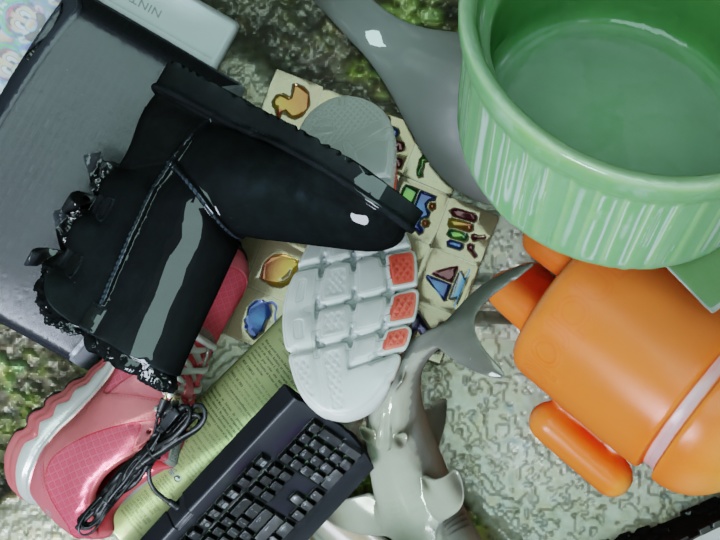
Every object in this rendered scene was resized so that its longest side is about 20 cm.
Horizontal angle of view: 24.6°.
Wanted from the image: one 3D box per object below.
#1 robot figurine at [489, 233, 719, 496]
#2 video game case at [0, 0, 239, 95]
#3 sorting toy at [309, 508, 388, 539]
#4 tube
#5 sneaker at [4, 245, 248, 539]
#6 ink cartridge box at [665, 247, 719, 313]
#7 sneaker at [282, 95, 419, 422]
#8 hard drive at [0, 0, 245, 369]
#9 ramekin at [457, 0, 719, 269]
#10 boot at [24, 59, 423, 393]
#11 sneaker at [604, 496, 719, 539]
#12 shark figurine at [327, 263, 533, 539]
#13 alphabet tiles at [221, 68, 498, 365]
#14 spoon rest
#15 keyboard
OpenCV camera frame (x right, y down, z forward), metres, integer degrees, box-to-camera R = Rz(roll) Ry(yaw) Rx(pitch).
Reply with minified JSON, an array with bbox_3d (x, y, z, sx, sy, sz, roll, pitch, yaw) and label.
[{"bbox_3d":[0.169,0.050,0.955,0.200,0.117,0.144,39,73,16],"label":"robot figurine"},{"bbox_3d":[-0.200,-0.108,1.010,0.181,0.024,0.201,29,96,-7],"label":"video game case"},{"bbox_3d":[-0.051,0.238,1.006,0.185,0.036,0.200,40,90,4],"label":"sorting toy"},{"bbox_3d":[-0.073,0.093,1.005,0.200,0.052,0.058,-43,105,2],"label":"tube"},{"bbox_3d":[-0.120,0.075,0.977,0.087,0.074,0.201,39,91,35],"label":"sneaker"},{"bbox_3d":[0.174,-0.070,0.945,0.145,0.048,0.200,-31,68,-24],"label":"ink cartridge box"},{"bbox_3d":[0.000,0.000,0.964,0.076,0.082,0.202,0,64,7],"label":"sneaker"},{"bbox_3d":[-0.169,-0.052,0.986,0.134,0.042,0.201,30,96,-7],"label":"hard drive"},{"bbox_3d":[0.144,-0.098,0.873,0.198,0.098,0.202,3,58,-4],"label":"ramekin"},{"bbox_3d":[-0.080,-0.010,0.906,0.197,0.073,0.163,29,87,26],"label":"boot"},{"bbox_3d":[0.196,0.194,0.978,0.198,0.076,0.088,-22,92,2],"label":"sneaker"},{"bbox_3d":[0.041,0.088,0.970,0.127,0.089,0.216,15,124,25],"label":"shark figurine"},{"bbox_3d":[-0.023,-0.025,1.031,0.198,0.006,0.168,22,89,4],"label":"alphabet tiles"},{"bbox_3d":[0.048,-0.123,1.011,0.200,0.061,0.100,40,83,-9],"label":"spoon rest"},{"bbox_3d":[-0.096,0.144,0.942,0.127,0.021,0.200,37,104,-22],"label":"keyboard"}]
